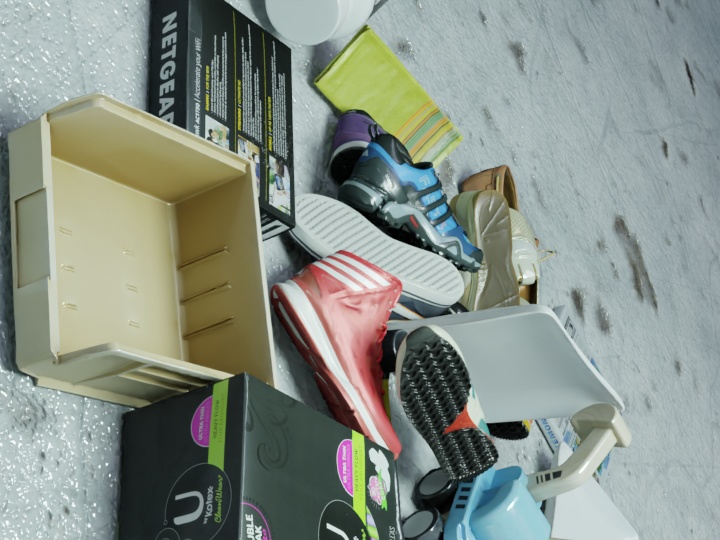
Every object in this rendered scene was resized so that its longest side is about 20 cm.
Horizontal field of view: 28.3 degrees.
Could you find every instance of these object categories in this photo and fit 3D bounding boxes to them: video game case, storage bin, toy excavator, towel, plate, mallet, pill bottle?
[{"bbox_3d":[0.270,0.168,1.792,0.183,0.022,0.200,60,30,-17],"label":"video game case"},{"bbox_3d":[-0.167,-0.007,1.092,0.198,0.093,0.201,22,55,-53],"label":"storage bin"},{"bbox_3d":[0.160,0.223,1.393,0.100,0.199,0.195,58,32,-21],"label":"toy excavator"},{"bbox_3d":[0.034,-0.172,1.543,0.018,0.086,0.200,37,-5,47],"label":"towel"},{"bbox_3d":[0.138,0.091,1.422,0.200,0.199,0.033,46,45,-44],"label":"plate"},{"bbox_3d":[0.259,0.334,1.648,0.200,0.032,0.201,51,36,-32],"label":"plate"},{"bbox_3d":[0.016,0.158,1.368,0.041,0.065,0.202,9,80,-54],"label":"mallet"},{"bbox_3d":[-0.025,-0.306,1.490,0.111,0.110,0.200,61,31,-16],"label":"pill bottle"}]

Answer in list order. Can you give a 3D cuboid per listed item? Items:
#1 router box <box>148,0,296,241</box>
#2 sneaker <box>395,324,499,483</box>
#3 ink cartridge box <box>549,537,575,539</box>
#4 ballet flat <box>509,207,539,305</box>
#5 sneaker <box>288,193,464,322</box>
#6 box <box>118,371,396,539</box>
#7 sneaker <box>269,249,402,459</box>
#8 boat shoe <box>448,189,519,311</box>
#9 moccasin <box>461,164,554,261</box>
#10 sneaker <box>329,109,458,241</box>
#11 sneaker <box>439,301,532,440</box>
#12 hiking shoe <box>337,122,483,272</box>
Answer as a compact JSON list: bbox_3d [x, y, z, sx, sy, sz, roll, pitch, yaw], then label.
[{"bbox_3d":[-0.123,-0.145,1.289,0.149,0.051,0.201,31,48,-46],"label":"router box"},{"bbox_3d":[0.070,0.110,1.344,0.200,0.070,0.094,64,-1,-42],"label":"sneaker"},{"bbox_3d":[0.262,0.379,1.529,0.199,0.075,0.166,19,75,-43],"label":"ink cartridge box"},{"bbox_3d":[0.184,0.026,1.633,0.067,0.062,0.202,-7,96,-22],"label":"ballet flat"},{"bbox_3d":[0.000,0.000,1.396,0.199,0.079,0.079,28,42,-21],"label":"sneaker"},{"bbox_3d":[-0.075,0.190,1.098,0.200,0.124,0.150,34,45,-45],"label":"box"},{"bbox_3d":[0.012,0.072,1.311,0.115,0.078,0.201,-34,108,-17],"label":"sneaker"},{"bbox_3d":[0.132,0.009,1.599,0.074,0.066,0.202,-5,98,-36],"label":"boat shoe"},{"bbox_3d":[0.183,-0.025,1.703,0.073,0.077,0.203,10,65,-57],"label":"moccasin"},{"bbox_3d":[0.045,-0.097,1.526,0.200,0.075,0.088,45,32,-37],"label":"sneaker"},{"bbox_3d":[0.134,0.090,1.545,0.201,0.070,0.090,56,46,-28],"label":"sneaker"},{"bbox_3d":[0.068,-0.064,1.445,0.200,0.074,0.087,34,76,-41],"label":"hiking shoe"}]
